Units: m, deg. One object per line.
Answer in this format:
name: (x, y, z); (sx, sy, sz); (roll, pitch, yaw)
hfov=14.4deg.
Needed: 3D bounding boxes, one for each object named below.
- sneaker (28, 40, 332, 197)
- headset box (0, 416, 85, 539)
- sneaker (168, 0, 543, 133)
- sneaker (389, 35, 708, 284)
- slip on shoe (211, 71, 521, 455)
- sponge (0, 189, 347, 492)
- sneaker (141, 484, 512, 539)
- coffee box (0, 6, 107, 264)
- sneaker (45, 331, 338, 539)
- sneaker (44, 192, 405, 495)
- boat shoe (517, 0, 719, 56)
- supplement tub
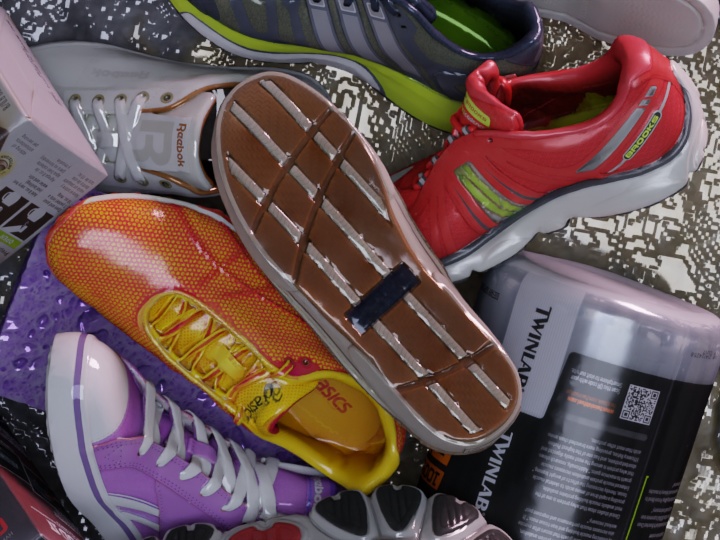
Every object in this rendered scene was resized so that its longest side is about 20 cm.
sneaker: (-0.110, -0.071, 1.348); (0.199, 0.085, 0.073); (-3, 100, -3)
headset box: (-0.214, 0.135, 1.310); (0.149, 0.200, 0.075); (-42, 140, 2)
sneaker: (-0.001, -0.133, 1.342); (0.200, 0.081, 0.074); (18, 61, -13)
sneaker: (0.061, -0.058, 1.335); (0.200, 0.077, 0.085); (-23, 129, 18)
slip on shoe: (0.000, 0.000, 1.309); (0.076, 0.061, 0.200); (-40, 86, -12)
sponge: (-0.072, 0.038, 1.374); (0.200, 0.030, 0.112); (19, 115, -12)
sneaker: (-0.020, 0.155, 1.319); (0.200, 0.081, 0.084); (-5, 137, 6)
coffee box: (-0.232, -0.033, 1.306); (0.200, 0.080, 0.113); (-39, 61, 8)
sneaker: (-0.073, 0.090, 1.338); (0.114, 0.073, 0.201); (-9, 142, 13)
sneaker: (-0.056, 0.030, 1.312); (0.200, 0.077, 0.073); (31, 112, -17)
boat shoe: (0.083, -0.165, 1.365); (0.200, 0.074, 0.060); (17, 55, 7)
supplement tub: (0.092, 0.100, 1.375); (0.122, 0.123, 0.200); (17, 96, -8)
